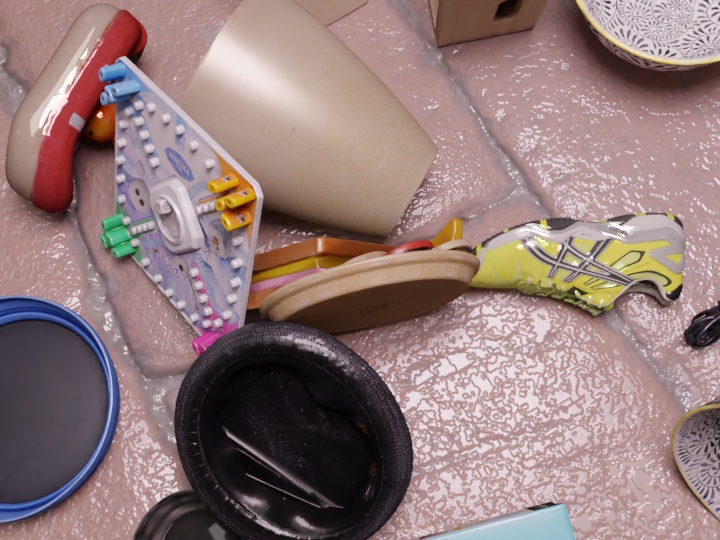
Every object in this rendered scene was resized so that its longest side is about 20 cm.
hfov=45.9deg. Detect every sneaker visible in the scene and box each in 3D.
[{"bbox_3d":[0.187,-0.001,0.742,0.198,0.075,0.077,-7,73,5],"label":"sneaker"}]

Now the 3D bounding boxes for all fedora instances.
[{"bbox_3d":[-0.052,0.132,0.707,0.199,0.092,0.202,1,98,6],"label":"fedora"}]

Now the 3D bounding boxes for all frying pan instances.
[{"bbox_3d":[-0.150,0.281,0.718,0.114,0.031,0.191,13,80,9],"label":"frying pan"}]

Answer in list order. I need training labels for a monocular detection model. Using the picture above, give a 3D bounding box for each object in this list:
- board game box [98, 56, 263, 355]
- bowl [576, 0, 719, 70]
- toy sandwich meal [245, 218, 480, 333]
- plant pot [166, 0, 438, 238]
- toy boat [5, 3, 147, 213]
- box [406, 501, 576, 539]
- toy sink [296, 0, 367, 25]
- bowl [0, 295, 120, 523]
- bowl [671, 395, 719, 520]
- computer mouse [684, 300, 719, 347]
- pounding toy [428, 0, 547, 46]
[{"bbox_3d":[-0.161,-0.042,0.713,0.026,0.201,0.200,-25,55,-36],"label":"board game box"},{"bbox_3d":[0.285,-0.260,0.786,0.199,0.094,0.202,-1,75,5],"label":"bowl"},{"bbox_3d":[0.000,0.000,0.706,0.203,0.205,0.071,-13,76,2],"label":"toy sandwich meal"},{"bbox_3d":[-0.038,-0.120,0.757,0.199,0.187,0.188,30,79,-2],"label":"plant pot"},{"bbox_3d":[-0.247,-0.141,0.813,0.130,0.130,0.201,31,78,-17],"label":"toy boat"},{"bbox_3d":[0.071,0.236,0.684,0.198,0.082,0.050,-15,75,2],"label":"box"},{"bbox_3d":[-0.086,-0.351,0.838,0.112,0.130,0.201,-30,73,-4],"label":"toy sink"},{"bbox_3d":[-0.314,0.124,0.773,0.199,0.039,0.202,-2,74,5],"label":"bowl"},{"bbox_3d":[0.350,0.141,0.639,0.200,0.201,0.094,39,65,14],"label":"bowl"},{"bbox_3d":[0.382,0.084,0.711,0.200,0.044,0.110,45,107,10],"label":"computer mouse"},{"bbox_3d":[0.127,-0.328,0.798,0.141,0.200,0.186,-10,88,3],"label":"pounding toy"}]
